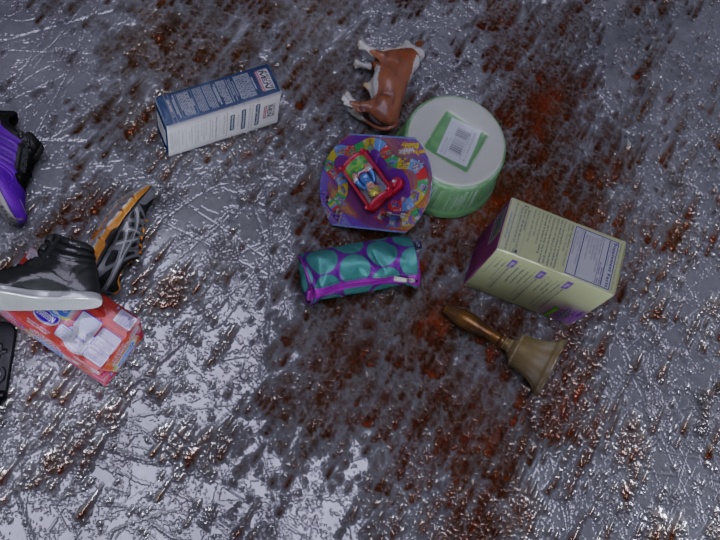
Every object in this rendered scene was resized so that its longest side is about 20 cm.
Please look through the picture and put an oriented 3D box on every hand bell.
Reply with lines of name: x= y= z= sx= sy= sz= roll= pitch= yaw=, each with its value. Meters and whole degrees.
hand bell: x=0.223 y=0.112 z=1.441 sx=0.199 sy=0.104 sz=0.105 roll=28 pitch=68 yaw=13

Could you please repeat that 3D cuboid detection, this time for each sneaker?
sneaker: x=-0.465 y=0.000 z=1.246 sx=0.198 sy=0.071 sz=0.100 roll=2 pitch=68 yaw=-16
sneaker: x=-0.543 y=-0.170 z=1.391 sx=0.099 sy=0.070 sz=0.201 roll=-20 pitch=76 yaw=-19
sneaker: x=-0.374 y=-0.050 z=1.386 sx=0.077 sy=0.078 sz=0.201 roll=41 pitch=61 yaw=-25

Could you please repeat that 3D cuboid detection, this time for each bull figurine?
bull figurine: x=0.041 y=-0.342 z=1.566 sx=0.120 sy=0.065 sz=0.201 roll=16 pitch=66 yaw=-1

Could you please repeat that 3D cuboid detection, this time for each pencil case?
pencil case: x=0.000 y=0.000 z=1.424 sx=0.198 sy=0.086 sz=0.093 roll=-10 pitch=39 yaw=-13

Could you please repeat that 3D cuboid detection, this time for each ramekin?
ramekin: x=0.152 y=-0.200 z=1.517 sx=0.198 sy=0.098 sz=0.202 roll=3 pitch=70 yaw=-9

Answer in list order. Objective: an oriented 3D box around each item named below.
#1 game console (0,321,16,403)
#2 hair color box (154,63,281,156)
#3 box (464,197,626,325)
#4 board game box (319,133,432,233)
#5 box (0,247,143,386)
game console: x=-0.606 y=0.139 z=1.245 sx=0.198 sy=0.116 sz=0.178 roll=5 pitch=70 yaw=-9
hair color box: x=-0.235 y=-0.265 z=1.466 sx=0.199 sy=0.100 sz=0.061 roll=-20 pitch=74 yaw=-17
box: x=0.295 y=-0.011 z=1.435 sx=0.198 sy=0.176 sz=0.097 roll=21 pitch=69 yaw=-2
board game box: x=0.018 y=-0.148 z=1.449 sx=0.198 sy=0.039 sz=0.160 roll=7 pitch=87 yaw=21
box: x=-0.432 y=0.070 z=1.312 sx=0.199 sy=0.096 sz=0.100 roll=33 pitch=67 yaw=2
